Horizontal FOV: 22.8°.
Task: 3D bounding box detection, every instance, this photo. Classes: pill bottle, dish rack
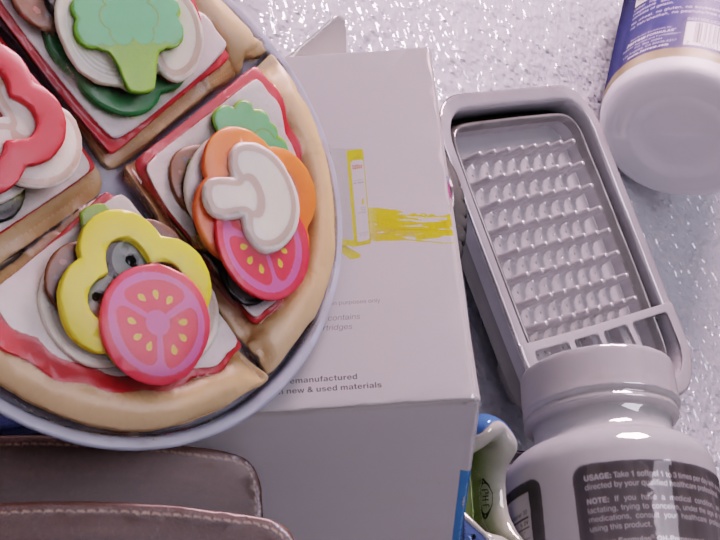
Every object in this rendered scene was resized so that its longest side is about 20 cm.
[{"bbox_3d":[0.228,-0.156,1.206,0.111,0.110,0.201,43,43,-25],"label":"pill bottle"},{"bbox_3d":[0.128,0.144,0.885,0.110,0.110,0.202,20,57,-41],"label":"pill bottle"},{"bbox_3d":[0.110,-0.006,1.043,0.171,0.043,0.202,-12,79,-50],"label":"dish rack"}]

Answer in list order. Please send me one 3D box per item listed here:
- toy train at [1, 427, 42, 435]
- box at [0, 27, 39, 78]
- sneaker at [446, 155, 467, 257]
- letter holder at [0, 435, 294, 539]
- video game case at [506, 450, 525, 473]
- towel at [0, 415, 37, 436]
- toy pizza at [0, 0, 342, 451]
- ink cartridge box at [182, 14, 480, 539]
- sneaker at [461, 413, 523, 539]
[{"bbox_3d":[-0.105,0.157,0.681,0.114,0.085,0.202,-29,92,-42],"label":"toy train"},{"bbox_3d":[-0.130,-0.162,0.720,0.121,0.032,0.201,40,44,-24],"label":"box"},{"bbox_3d":[0.000,0.000,0.889,0.082,0.073,0.202,34,46,-30],"label":"sneaker"},{"bbox_3d":[-0.114,0.120,0.590,0.198,0.101,0.144,0,76,-19],"label":"letter holder"},{"bbox_3d":[0.120,0.198,0.957,0.180,0.025,0.202,12,62,-45],"label":"video game case"},{"bbox_3d":[-0.122,-0.025,0.717,0.024,0.145,0.202,59,27,-56],"label":"towel"},{"bbox_3d":[-0.087,-0.036,0.641,0.198,0.032,0.203,13,65,-29],"label":"toy pizza"},{"bbox_3d":[-0.023,0.004,0.770,0.124,0.129,0.202,-4,56,-3],"label":"ink cartridge box"},{"bbox_3d":[0.037,0.158,0.843,0.075,0.077,0.202,24,55,-41],"label":"sneaker"}]
